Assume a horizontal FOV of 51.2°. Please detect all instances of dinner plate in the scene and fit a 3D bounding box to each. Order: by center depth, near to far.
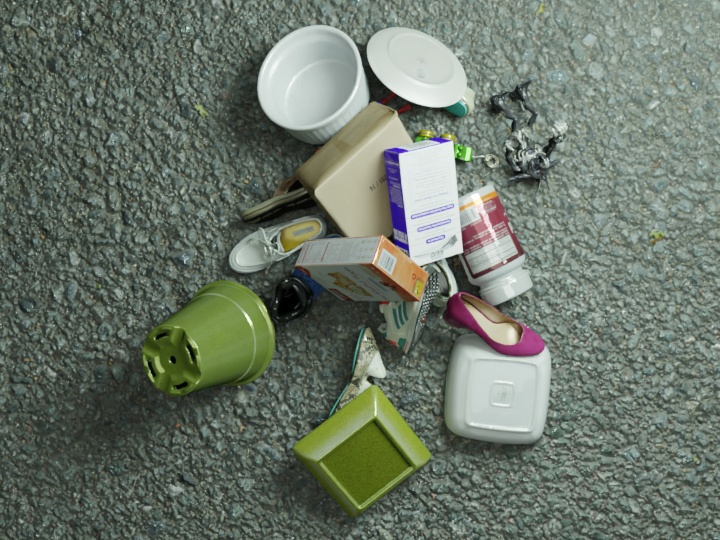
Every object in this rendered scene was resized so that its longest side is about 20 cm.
[{"bbox_3d":[0.107,-0.377,1.362,0.197,0.024,0.202,11,55,-16],"label":"dinner plate"}]

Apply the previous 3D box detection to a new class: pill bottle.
[{"bbox_3d":[0.232,-0.044,1.376,0.113,0.114,0.202,-25,90,2],"label":"pill bottle"}]

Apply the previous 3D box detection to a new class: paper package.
[{"bbox_3d":[0.017,-0.161,1.345,0.200,0.103,0.191,-42,127,-2],"label":"paper package"}]

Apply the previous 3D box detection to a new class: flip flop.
[{"bbox_3d":[-0.135,-0.144,1.412,0.198,0.081,0.058,-21,75,7],"label":"flip flop"}]

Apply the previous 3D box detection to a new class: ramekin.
[{"bbox_3d":[-0.079,-0.329,1.364,0.198,0.098,0.203,-5,73,17],"label":"ramekin"}]

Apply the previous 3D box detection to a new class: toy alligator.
[{"bbox_3d":[0.167,-0.224,1.406,0.197,0.054,0.060,11,91,2],"label":"toy alligator"}]

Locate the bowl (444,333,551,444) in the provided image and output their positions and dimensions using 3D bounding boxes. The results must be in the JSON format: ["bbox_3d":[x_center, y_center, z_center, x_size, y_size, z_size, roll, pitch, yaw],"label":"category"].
[{"bbox_3d":[0.259,0.226,1.399,0.197,0.075,0.203,6,92,2],"label":"bowl"}]

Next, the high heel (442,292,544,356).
[{"bbox_3d":[0.245,0.097,1.336,0.197,0.096,0.068,17,65,-2],"label":"high heel"}]

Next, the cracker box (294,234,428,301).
[{"bbox_3d":[0.000,0.000,1.296,0.134,0.199,0.058,37,65,-37],"label":"cracker box"}]

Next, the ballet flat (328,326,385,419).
[{"bbox_3d":[0.006,0.210,1.406,0.075,0.068,0.202,22,96,15],"label":"ballet flat"}]

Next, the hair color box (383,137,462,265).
[{"bbox_3d":[0.109,-0.117,1.294,0.108,0.065,0.203,-16,110,-22],"label":"hair color box"}]

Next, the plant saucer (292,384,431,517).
[{"bbox_3d":[0.008,0.347,1.387,0.199,0.048,0.201,-37,108,1],"label":"plant saucer"}]

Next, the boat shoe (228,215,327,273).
[{"bbox_3d":[-0.157,-0.049,1.401,0.199,0.086,0.076,-19,90,1],"label":"boat shoe"}]

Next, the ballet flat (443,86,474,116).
[{"bbox_3d":[0.128,-0.357,1.408,0.198,0.069,0.070,30,91,-1],"label":"ballet flat"}]

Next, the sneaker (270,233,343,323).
[{"bbox_3d":[-0.094,0.018,1.385,0.077,0.111,0.200,43,91,-4],"label":"sneaker"}]

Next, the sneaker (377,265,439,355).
[{"bbox_3d":[0.077,0.063,1.364,0.093,0.070,0.201,28,135,17],"label":"sneaker"}]

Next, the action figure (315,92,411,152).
[{"bbox_3d":[-0.001,-0.273,1.416,0.199,0.052,0.066,-34,93,4],"label":"action figure"}]

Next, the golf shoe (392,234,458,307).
[{"bbox_3d":[0.123,-0.027,1.389,0.078,0.097,0.201,-32,88,3],"label":"golf shoe"}]

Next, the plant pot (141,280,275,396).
[{"bbox_3d":[-0.280,0.133,1.324,0.197,0.190,0.203,4,100,21],"label":"plant pot"}]

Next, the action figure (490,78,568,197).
[{"bbox_3d":[0.310,-0.241,1.380,0.118,0.102,0.202,-22,88,-10],"label":"action figure"}]
